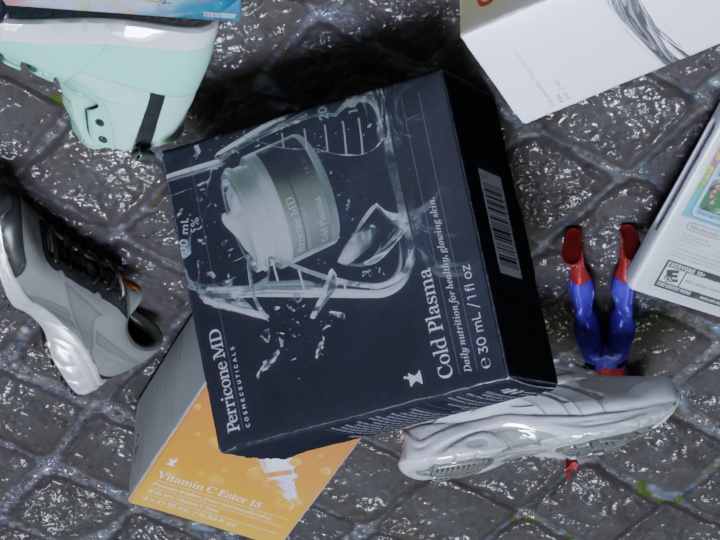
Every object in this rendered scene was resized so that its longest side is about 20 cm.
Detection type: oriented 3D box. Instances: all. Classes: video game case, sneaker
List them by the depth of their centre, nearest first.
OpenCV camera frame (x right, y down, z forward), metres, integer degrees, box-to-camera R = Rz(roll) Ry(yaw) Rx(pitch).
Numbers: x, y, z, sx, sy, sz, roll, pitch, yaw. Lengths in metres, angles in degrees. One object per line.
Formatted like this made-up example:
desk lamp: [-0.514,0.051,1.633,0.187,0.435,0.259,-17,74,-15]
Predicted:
sneaker: [-0.195,-0.125,1.539,0.199,0.074,0.119,8,130,-10]
video game case: [0.303,-0.036,1.639,0.199,0.024,0.183,17,122,-15]
sneaker: [0.118,0.079,1.670,0.198,0.100,0.078,-7,163,-9]
sneaker: [-0.200,0.004,1.691,0.079,0.074,0.200,-20,139,9]

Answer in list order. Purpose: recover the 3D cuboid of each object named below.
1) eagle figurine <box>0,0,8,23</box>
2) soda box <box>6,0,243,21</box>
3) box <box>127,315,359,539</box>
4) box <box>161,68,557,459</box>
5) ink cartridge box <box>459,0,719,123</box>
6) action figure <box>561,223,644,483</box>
eagle figurine: [-0.250,-0.233,1.373,0.151,0.151,0.200,-30,122,15]
soda box: [-0.166,-0.199,1.466,0.198,0.069,0.064,3,137,-1]
box: [-0.070,0.090,1.750,0.124,0.098,0.200,18,134,-18]
box: [0.000,0.000,1.563,0.195,0.201,0.124,-16,170,18]
ink cartridge box: [0.159,-0.192,1.411,0.199,0.147,0.086,-21,134,22]
action figure: [0.172,0.071,1.731,0.065,0.099,0.201,-3,139,6]
